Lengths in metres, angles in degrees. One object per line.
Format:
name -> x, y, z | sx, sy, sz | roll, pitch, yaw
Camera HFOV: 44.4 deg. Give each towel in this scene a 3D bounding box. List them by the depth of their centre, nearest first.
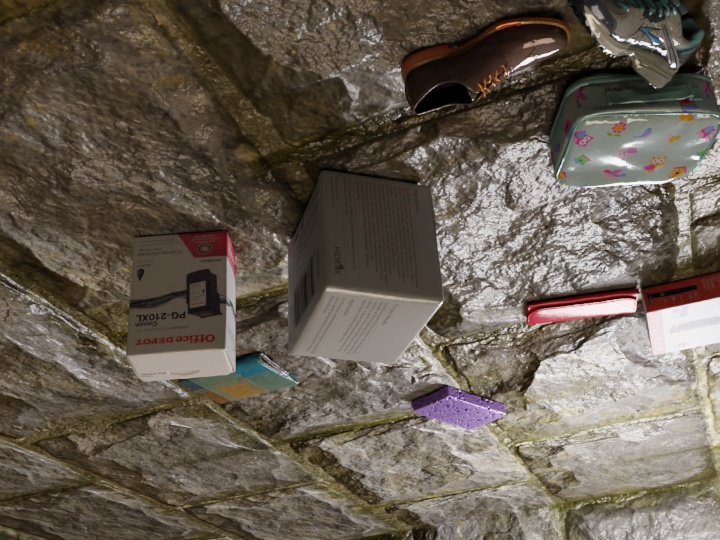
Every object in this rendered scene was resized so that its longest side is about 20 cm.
towel -> -0.244, 0.219, 1.771 | 0.199, 0.022, 0.147 | -17, 146, 24

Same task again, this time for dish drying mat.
dish drying mat -> 0.402, 0.069, 1.606 | 0.198, 0.018, 0.077 | -8, 150, 6

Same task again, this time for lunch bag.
lunch bag -> 0.348, -0.180, 1.118 | 0.198, 0.078, 0.161 | -3, 148, -3

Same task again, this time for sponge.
sponge -> 0.221, 0.309, 1.977 | 0.199, 0.030, 0.111 | 23, 140, -37

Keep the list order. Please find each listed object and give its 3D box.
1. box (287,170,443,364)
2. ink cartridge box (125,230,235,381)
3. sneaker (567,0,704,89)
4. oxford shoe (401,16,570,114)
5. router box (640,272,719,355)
box -> 0.000, 0.000, 1.256 | 0.170, 0.201, 0.199 | 8, 147, -16
ink cartridge box -> -0.261, 0.051, 1.305 | 0.143, 0.201, 0.085 | -4, 150, -1
sneaker -> 0.303, -0.279, 0.967 | 0.199, 0.078, 0.086 | 15, 133, -42
oxford shoe -> 0.146, -0.228, 1.012 | 0.199, 0.073, 0.071 | -16, 147, 19
router box -> 0.615, 0.079, 1.620 | 0.178, 0.049, 0.200 | -14, 148, 15
